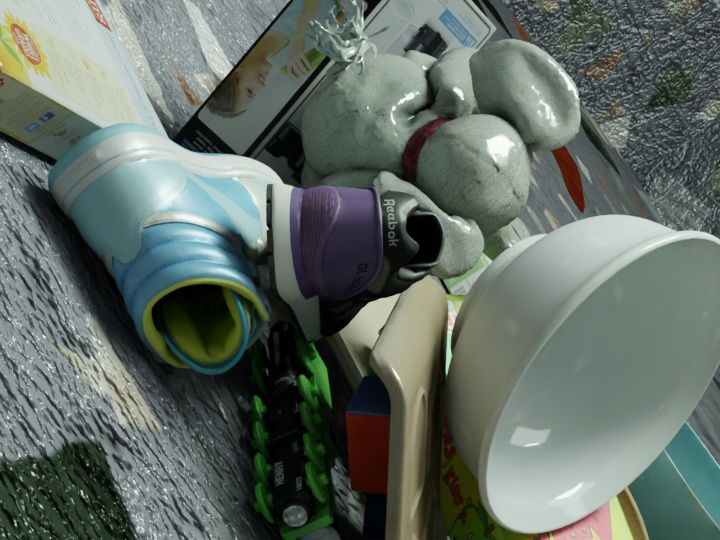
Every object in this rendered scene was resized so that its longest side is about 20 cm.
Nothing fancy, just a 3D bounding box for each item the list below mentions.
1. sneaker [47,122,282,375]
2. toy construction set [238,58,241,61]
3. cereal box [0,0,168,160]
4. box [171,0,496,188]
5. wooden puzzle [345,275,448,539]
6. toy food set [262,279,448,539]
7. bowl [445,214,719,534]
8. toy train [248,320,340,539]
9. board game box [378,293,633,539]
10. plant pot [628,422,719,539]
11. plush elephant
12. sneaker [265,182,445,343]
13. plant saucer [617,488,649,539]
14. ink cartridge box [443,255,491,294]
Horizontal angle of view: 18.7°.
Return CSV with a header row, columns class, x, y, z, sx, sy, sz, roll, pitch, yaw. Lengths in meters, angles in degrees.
class,x,y,z,sx,sy,sz,roll,pitch,yaw
sneaker,-0.078,0.003,1.169,0.200,0.079,0.131,12,43,-59
toy construction set,-0.026,-0.104,1.595,0.131,0.092,0.200,35,-10,34
cereal box,-0.180,-0.125,1.178,0.144,0.039,0.200,62,13,23
box,-0.017,-0.117,1.397,0.060,0.200,0.117,42,2,34
wooden puzzle,0.018,0.119,1.181,0.185,0.046,0.201,-60,149,-74
toy food set,0.020,0.093,1.390,0.143,0.060,0.201,13,43,-56
bowl,0.115,0.042,1.237,0.090,0.201,0.201,40,1,33
toy train,-0.034,0.091,1.202,0.200,0.042,0.057,-98,163,-62
board game box,0.091,0.111,1.316,0.101,0.048,0.201,4,54,-36
plant pot,0.203,0.191,1.626,0.200,0.135,0.200,50,13,-16
plush elephant,0.049,-0.062,1.314,0.155,0.165,0.200,40,-14,28
sneaker,0.004,-0.003,1.185,0.200,0.087,0.076,45,41,-82
plant saucer,0.140,0.221,1.403,0.200,0.035,0.201,23,63,-56
ink cartridge box,0.126,0.017,1.982,0.146,0.048,0.200,62,13,23
